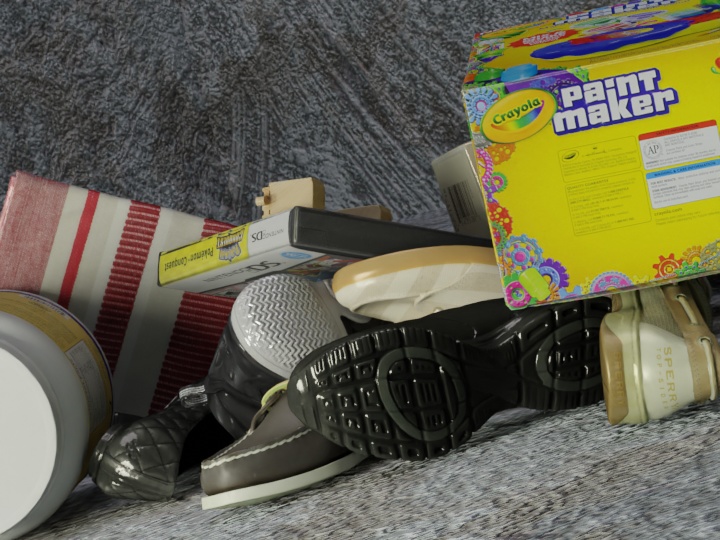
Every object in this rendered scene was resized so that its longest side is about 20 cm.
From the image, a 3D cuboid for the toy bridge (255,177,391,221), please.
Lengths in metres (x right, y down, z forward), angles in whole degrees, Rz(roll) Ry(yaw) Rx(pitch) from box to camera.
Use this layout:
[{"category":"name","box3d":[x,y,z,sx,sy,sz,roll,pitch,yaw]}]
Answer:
[{"category":"toy bridge","box3d":[-0.013,-0.024,1.592,0.067,0.027,0.200,-7,-14,29]}]

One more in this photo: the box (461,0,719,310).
[{"category":"box","box3d":[0.166,-0.076,1.348,0.200,0.122,0.193,-11,13,7]}]

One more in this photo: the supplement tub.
[{"category":"supplement tub","box3d":[-0.231,0.090,1.526,0.145,0.145,0.200,-16,4,3]}]

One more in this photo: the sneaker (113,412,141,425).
[{"category":"sneaker","box3d":[-0.114,0.092,1.790,0.115,0.076,0.200,9,-22,-38]}]

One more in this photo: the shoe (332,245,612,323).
[{"category":"shoe","box3d":[0.083,0.022,1.481,0.200,0.053,0.070,3,-21,-10]}]

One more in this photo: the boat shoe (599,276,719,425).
[{"category":"boat shoe","box3d":[0.165,0.034,1.308,0.063,0.073,0.201,-5,8,12]}]

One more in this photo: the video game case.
[{"category":"video game case","box3d":[0.000,0.000,1.574,0.200,0.026,0.181,9,-13,-30]}]

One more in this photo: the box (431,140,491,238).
[{"category":"box","box3d":[0.159,-0.072,1.638,0.200,0.078,0.095,-20,-1,-14]}]

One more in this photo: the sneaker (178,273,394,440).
[{"category":"sneaker","box3d":[-0.016,0.062,1.533,0.200,0.076,0.114,10,-41,-37]}]

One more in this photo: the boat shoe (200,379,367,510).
[{"category":"boat shoe","box3d":[-0.023,0.083,1.400,0.072,0.061,0.201,-12,5,40]}]

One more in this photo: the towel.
[{"category":"towel","box3d":[-0.151,0.025,1.650,0.200,0.144,0.023,14,14,-14]}]

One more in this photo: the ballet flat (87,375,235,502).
[{"category":"ballet flat","box3d":[-0.105,0.110,1.544,0.057,0.066,0.200,28,19,14]}]

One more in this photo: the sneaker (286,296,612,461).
[{"category":"sneaker","box3d":[0.048,0.055,1.378,0.200,0.076,0.091,-8,10,-24]}]
